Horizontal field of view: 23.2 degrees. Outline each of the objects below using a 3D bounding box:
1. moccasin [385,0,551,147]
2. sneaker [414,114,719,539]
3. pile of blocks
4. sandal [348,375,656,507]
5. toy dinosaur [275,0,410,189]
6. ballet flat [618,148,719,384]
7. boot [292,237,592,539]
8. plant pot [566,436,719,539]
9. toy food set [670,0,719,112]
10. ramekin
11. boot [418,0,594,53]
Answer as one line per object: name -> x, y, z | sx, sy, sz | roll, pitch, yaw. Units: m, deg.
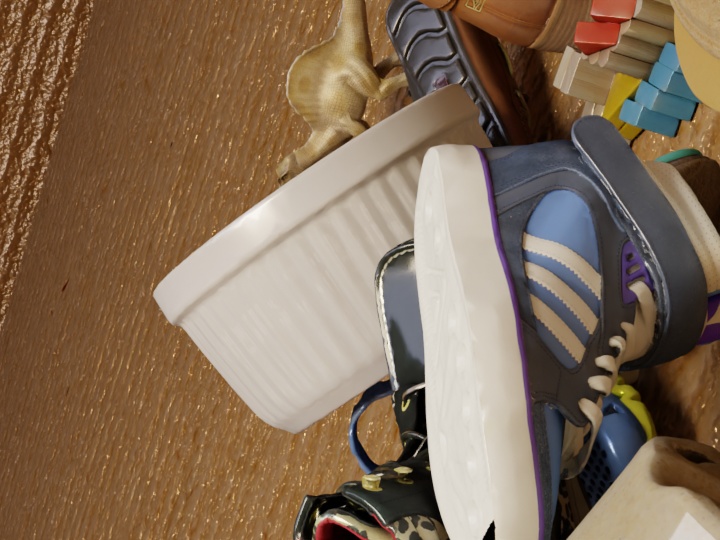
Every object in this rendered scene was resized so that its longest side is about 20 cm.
moccasin -> 0.073, -0.082, 1.045 | 0.074, 0.078, 0.202 | -42, 54, 32
sneaker -> 0.103, 0.030, 0.711 | 0.081, 0.146, 0.201 | 108, 161, -50
pile of blocks -> 0.149, -0.121, 0.871 | 0.200, 0.062, 0.082 | 124, 153, -46
sandal -> 0.065, 0.087, 0.866 | 0.200, 0.087, 0.080 | 5, 108, 55
toy dinosaur -> -0.002, -0.139, 1.251 | 0.058, 0.101, 0.201 | -153, 78, -71
ballet flat -> 0.124, 0.017, 0.857 | 0.200, 0.068, 0.073 | -48, 54, 54
boot -> 0.028, 0.077, 0.751 | 0.073, 0.154, 0.204 | -27, 75, 31
plant pot -> 0.111, 0.169, 0.617 | 0.184, 0.200, 0.201 | -59, 22, 12
toy food set -> 0.201, -0.172, 0.738 | 0.198, 0.049, 0.201 | -22, 59, 53
ramekin -> 0.000, 0.000, 0.932 | 0.105, 0.200, 0.200 | 56, 152, 1
boot -> 0.066, -0.198, 1.017 | 0.200, 0.155, 0.077 | -96, 27, -45
